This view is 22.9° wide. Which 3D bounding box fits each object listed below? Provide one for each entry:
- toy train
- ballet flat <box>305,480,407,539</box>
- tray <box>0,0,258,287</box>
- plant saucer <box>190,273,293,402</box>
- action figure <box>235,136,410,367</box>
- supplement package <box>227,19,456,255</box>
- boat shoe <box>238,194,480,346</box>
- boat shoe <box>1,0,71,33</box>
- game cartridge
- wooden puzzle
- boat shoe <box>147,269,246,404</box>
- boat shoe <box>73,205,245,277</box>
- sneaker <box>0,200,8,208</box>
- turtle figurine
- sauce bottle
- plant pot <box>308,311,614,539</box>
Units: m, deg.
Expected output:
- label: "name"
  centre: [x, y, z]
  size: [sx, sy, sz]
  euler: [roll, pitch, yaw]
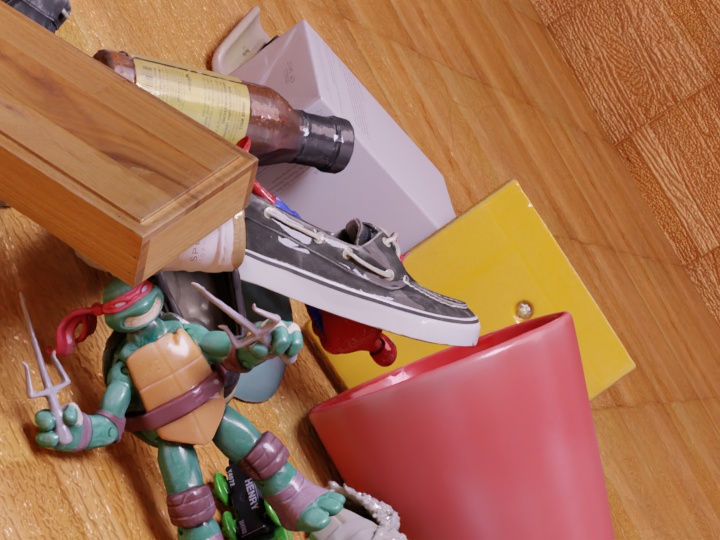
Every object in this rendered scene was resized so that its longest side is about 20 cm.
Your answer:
- label: "toy train"
  centre: [-0.045, 0.194, 1.036]
  size: [0.056, 0.041, 0.201]
  euler: [52, 16, -49]
- label: "ballet flat"
  centre: [-0.008, 0.172, 1.091]
  size: [0.072, 0.071, 0.200]
  euler: [55, -2, -5]
- label: "tray"
  centre: [-0.162, -0.076, 0.929]
  size: [0.199, 0.037, 0.099]
  euler: [33, 41, 17]
- label: "plant saucer"
  centre: [-0.103, -0.005, 1.223]
  size: [0.200, 0.036, 0.201]
  euler: [49, 20, -24]
- label: "action figure"
  centre: [-0.033, -0.018, 1.260]
  size: [0.200, 0.065, 0.099]
  euler: [51, 28, -21]
- label: "supplement package"
  centre: [-0.025, -0.070, 1.402]
  size: [0.200, 0.119, 0.122]
  euler: [46, 19, -33]
- label: "boat shoe"
  centre: [0.000, 0.000, 1.187]
  size: [0.198, 0.064, 0.071]
  euler: [19, 2, -24]
- label: "boat shoe"
  centre: [-0.206, -0.168, 1.096]
  size: [0.072, 0.071, 0.200]
  euler: [36, 8, -25]
- label: "game cartridge"
  centre: [0.084, 0.058, 1.363]
  size: [0.177, 0.199, 0.032]
  euler: [57, -5, -4]
- label: "wooden puzzle"
  centre: [-0.051, -0.137, 1.584]
  size: [0.201, 0.037, 0.185]
  euler: [54, 17, -12]
- label: "boat shoe"
  centre: [-0.108, -0.013, 1.111]
  size: [0.073, 0.065, 0.202]
  euler: [-7, 69, -36]
- label: "boat shoe"
  centre: [-0.137, -0.030, 1.021]
  size: [0.069, 0.199, 0.072]
  euler: [-7, 95, -29]
- label: "sneaker"
  centre: [-0.203, -0.069, 0.979]
  size: [0.075, 0.086, 0.200]
  euler: [55, 19, -10]
- label: "turtle figurine"
  centre: [-0.097, 0.070, 0.975]
  size: [0.201, 0.149, 0.101]
  euler: [61, -2, -14]
- label: "sauce bottle"
  centre: [-0.096, -0.104, 1.236]
  size: [0.198, 0.066, 0.066]
  euler: [12, 42, -29]
- label: "plant pot"
  centre: [0.085, 0.145, 1.244]
  size: [0.179, 0.199, 0.200]
  euler: [69, 18, 1]
